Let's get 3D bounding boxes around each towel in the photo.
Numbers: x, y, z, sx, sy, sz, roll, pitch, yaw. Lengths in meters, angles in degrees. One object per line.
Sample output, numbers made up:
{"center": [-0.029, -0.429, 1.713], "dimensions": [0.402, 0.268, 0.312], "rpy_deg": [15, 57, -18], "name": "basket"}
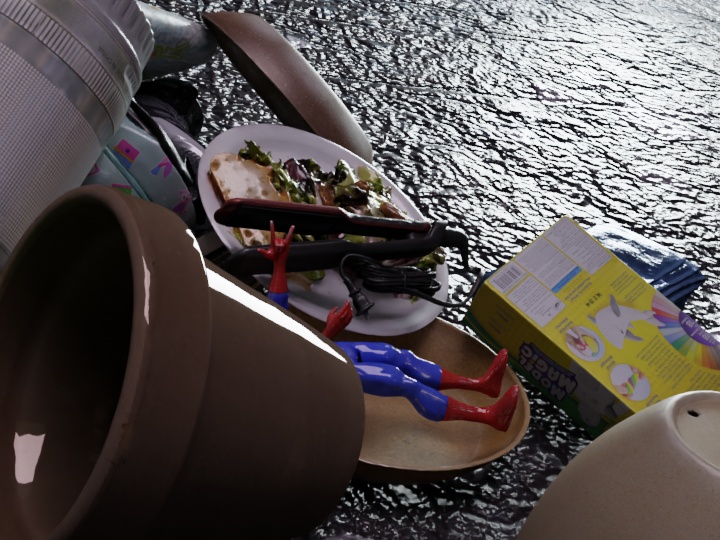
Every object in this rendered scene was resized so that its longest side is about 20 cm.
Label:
{"center": [0.180, 0.011, 1.186], "dimensions": [0.111, 0.049, 0.199], "rpy_deg": [30, 31, 28], "name": "towel"}
{"center": [-0.239, -0.176, 1.189], "dimensions": [0.199, 0.049, 0.171], "rpy_deg": [-8, -4, 28], "name": "towel"}

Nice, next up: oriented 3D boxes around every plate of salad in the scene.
{"center": [-0.019, -0.038, 1.053], "dimensions": [0.199, 0.048, 0.201], "rpy_deg": [23, 36, -18], "name": "plate of salad"}

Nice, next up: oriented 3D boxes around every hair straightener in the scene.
{"center": [0.000, 0.000, 0.992], "dimensions": [0.199, 0.041, 0.078], "rpy_deg": [6, 64, -32], "name": "hair straightener"}

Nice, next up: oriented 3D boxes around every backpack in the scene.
{"center": [-0.199, -0.071, 1.044], "dimensions": [0.127, 0.167, 0.200], "rpy_deg": [-45, 55, -11], "name": "backpack"}

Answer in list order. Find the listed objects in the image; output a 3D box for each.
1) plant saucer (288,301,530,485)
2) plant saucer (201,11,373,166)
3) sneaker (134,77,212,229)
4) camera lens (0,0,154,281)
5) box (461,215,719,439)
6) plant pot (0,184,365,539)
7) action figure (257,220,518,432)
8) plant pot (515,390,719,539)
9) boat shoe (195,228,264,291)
{"center": [0.010, 0.082, 0.983], "dimensions": [0.198, 0.036, 0.201], "rpy_deg": [11, 27, -6], "name": "plant saucer"}
{"center": [-0.050, -0.140, 1.226], "dimensions": [0.201, 0.037, 0.200], "rpy_deg": [49, -2, 3], "name": "plant saucer"}
{"center": [-0.147, -0.101, 1.199], "dimensions": [0.199, 0.076, 0.114], "rpy_deg": [27, 32, 26], "name": "sneaker"}
{"center": [-0.232, -0.091, 0.885], "dimensions": [0.159, 0.160, 0.201], "rpy_deg": [24, 71, 18], "name": "camera lens"}
{"center": [0.180, 0.060, 1.036], "dimensions": [0.200, 0.049, 0.117], "rpy_deg": [40, 45, 15], "name": "box"}
{"center": [-0.096, 0.076, 0.810], "dimensions": [0.174, 0.201, 0.200], "rpy_deg": [20, 21, -35], "name": "plant pot"}
{"center": [0.001, 0.036, 0.926], "dimensions": [0.198, 0.100, 0.065], "rpy_deg": [7, 27, -9], "name": "action figure"}
{"center": [0.193, 0.148, 0.844], "dimensions": [0.199, 0.135, 0.201], "rpy_deg": [12, 28, -7], "name": "plant pot"}
{"center": [-0.060, -0.020, 1.110], "dimensions": [0.200, 0.072, 0.060], "rpy_deg": [-30, 95, -58], "name": "boat shoe"}
